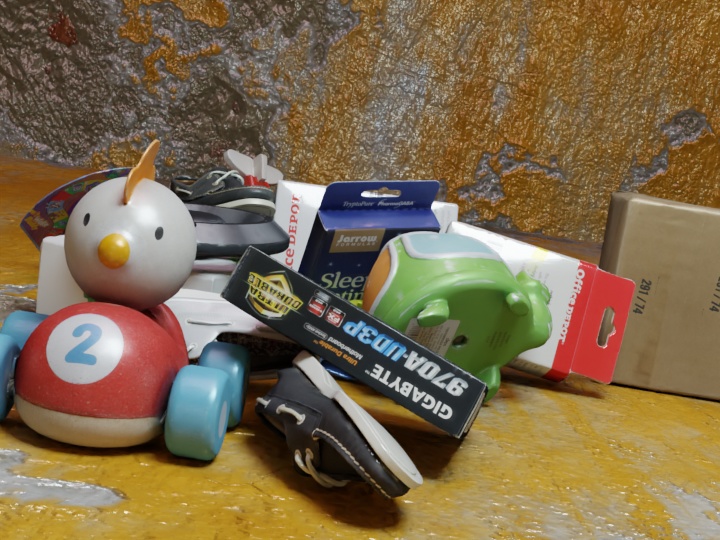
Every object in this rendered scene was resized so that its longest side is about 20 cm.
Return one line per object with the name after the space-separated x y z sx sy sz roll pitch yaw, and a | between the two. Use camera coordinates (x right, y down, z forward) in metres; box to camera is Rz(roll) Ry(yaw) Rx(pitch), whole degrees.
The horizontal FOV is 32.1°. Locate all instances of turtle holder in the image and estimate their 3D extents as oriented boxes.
0.088 0.026 1.120 0.183 0.142 0.132 -20 45 -7 | turtle holder

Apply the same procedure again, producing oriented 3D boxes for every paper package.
0.350 0.026 1.350 0.188 0.203 0.103 9 7 4 | paper package

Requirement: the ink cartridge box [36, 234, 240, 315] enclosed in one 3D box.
-0.193 0.021 1.215 0.198 0.086 0.146 11 9 24 | ink cartridge box

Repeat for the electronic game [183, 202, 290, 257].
-0.165 -0.037 1.184 0.197 0.042 0.200 6 9 -1 | electronic game

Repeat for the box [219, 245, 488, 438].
0.002 0.057 0.943 0.198 0.046 0.159 30 -3 8 | box

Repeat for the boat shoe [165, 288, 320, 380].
-0.128 0.064 1.047 0.197 0.073 0.069 4 28 -10 | boat shoe

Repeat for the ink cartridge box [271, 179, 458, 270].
-0.004 -0.005 1.336 0.197 0.149 0.086 7 -12 -10 | ink cartridge box

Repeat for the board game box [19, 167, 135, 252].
-0.307 -0.045 1.482 0.156 0.039 0.200 -24 -24 -5 | board game box

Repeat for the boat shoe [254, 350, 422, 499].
-0.021 0.110 0.822 0.074 0.060 0.200 51 -7 -26 | boat shoe

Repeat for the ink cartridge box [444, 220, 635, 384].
0.166 0.039 1.268 0.197 0.118 0.067 18 -13 1 | ink cartridge box

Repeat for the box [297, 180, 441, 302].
0.000 0.000 1.187 0.120 0.201 0.033 -3 44 -25 | box

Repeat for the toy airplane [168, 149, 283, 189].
-0.155 -0.065 1.717 0.200 0.141 0.199 42 25 4 | toy airplane

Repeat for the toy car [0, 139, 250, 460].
-0.168 0.009 0.874 0.182 0.203 0.177 8 7 3 | toy car

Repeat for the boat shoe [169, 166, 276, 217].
-0.154 -0.080 1.340 0.071 0.069 0.199 9 -6 -33 | boat shoe

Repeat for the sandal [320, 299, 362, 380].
-0.012 0.070 1.165 0.198 0.080 0.088 11 39 -39 | sandal
